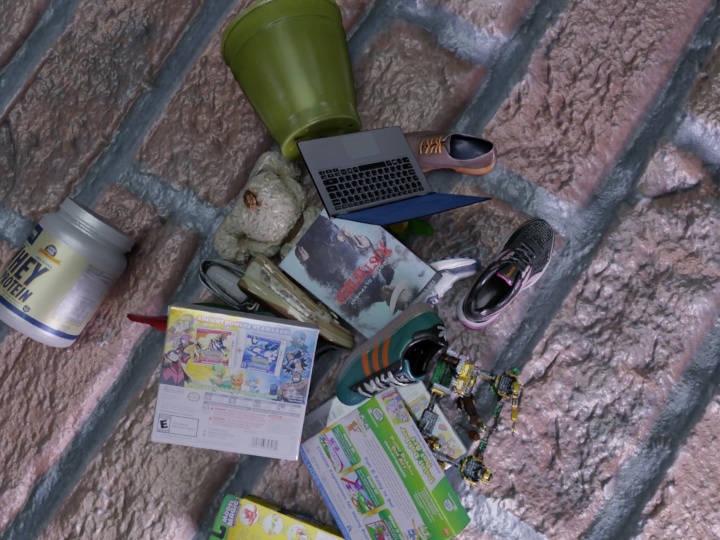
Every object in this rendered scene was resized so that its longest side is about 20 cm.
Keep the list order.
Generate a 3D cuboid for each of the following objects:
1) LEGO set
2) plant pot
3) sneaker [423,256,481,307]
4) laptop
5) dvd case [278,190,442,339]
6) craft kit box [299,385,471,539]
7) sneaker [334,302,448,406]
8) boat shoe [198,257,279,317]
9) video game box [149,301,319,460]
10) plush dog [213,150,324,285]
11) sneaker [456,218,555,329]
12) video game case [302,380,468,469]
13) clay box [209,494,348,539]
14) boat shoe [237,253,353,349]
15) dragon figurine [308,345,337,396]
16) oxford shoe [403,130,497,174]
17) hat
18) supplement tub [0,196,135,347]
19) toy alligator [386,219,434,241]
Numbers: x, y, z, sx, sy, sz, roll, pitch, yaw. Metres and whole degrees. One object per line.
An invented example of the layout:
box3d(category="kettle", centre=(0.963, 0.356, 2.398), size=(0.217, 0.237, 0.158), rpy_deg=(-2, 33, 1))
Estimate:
box3d(category="LEGO set", centre=(0.147, 0.203, 0.920), size=(0.153, 0.116, 0.201), rpy_deg=(31, 80, 8))
box3d(category="plant pot", centre=(-0.090, -0.282, 1.003), size=(0.199, 0.200, 0.194), rpy_deg=(-22, 76, 1))
box3d(category="sneaker", centre=(0.095, 0.035, 1.006), size=(0.199, 0.077, 0.086), rpy_deg=(-19, 88, 9))
box3d(category="laptop", centre=(0.043, -0.140, 0.915), size=(0.186, 0.116, 0.201), rpy_deg=(-16, 73, -31))
box3d(category="dvd case", centre=(0.000, 0.000, 0.962), size=(0.200, 0.022, 0.146), rpy_deg=(40, 99, -4))
box3d(category="craft kit box", centre=(0.023, 0.288, 0.893), size=(0.197, 0.048, 0.201), rpy_deg=(-41, 75, 42))
box3d(category="sneaker", centre=(0.042, 0.137, 0.932), size=(0.200, 0.071, 0.080), rpy_deg=(-46, 43, 17))
box3d(category="boat shoe", centre=(-0.170, 0.044, 1.019), size=(0.199, 0.071, 0.072), rpy_deg=(25, 82, 3))
box3d(category="video game box", centre=(-0.167, 0.147, 0.873), size=(0.199, 0.047, 0.184), rpy_deg=(10, 97, -6))
box3d(category="plush dog", centre=(-0.112, -0.073, 1.014), size=(0.171, 0.160, 0.201), rpy_deg=(31, 85, -17))
box3d(category="sneaker", centre=(0.227, 0.006, 0.983), size=(0.080, 0.086, 0.200), rpy_deg=(35, 84, 9))
box3d(category="video game case", centre=(0.032, 0.253, 0.990), size=(0.199, 0.023, 0.183), rpy_deg=(-33, 78, -2))
box3d(category="clay box", centre=(-0.122, 0.414, 0.962), size=(0.199, 0.048, 0.116), rpy_deg=(19, 82, 10))
box3d(category="boat shoe", centre=(-0.086, 0.052, 0.977), size=(0.199, 0.073, 0.063), rpy_deg=(35, 73, -16))
box3d(category="dragon figurine", centre=(-0.114, 0.180, 0.997), size=(0.199, 0.059, 0.100), rpy_deg=(-17, 81, 7))
box3d(category="oxford shoe", centre=(0.117, -0.197, 1.037), size=(0.198, 0.073, 0.072), rpy_deg=(2, 80, 6))
box3d(category="hat", centre=(-0.253, 0.058, 0.991), size=(0.199, 0.166, 0.176), rpy_deg=(-29, 68, -14))
box3d(category="supplement tub", centre=(-0.462, 0.002, 1.020), size=(0.145, 0.145, 0.201), rpy_deg=(33, 84, 10))
box3d(category="toy alligator", centre=(0.027, -0.102, 1.041), size=(0.200, 0.059, 0.054), rpy_deg=(37, 125, 11))
